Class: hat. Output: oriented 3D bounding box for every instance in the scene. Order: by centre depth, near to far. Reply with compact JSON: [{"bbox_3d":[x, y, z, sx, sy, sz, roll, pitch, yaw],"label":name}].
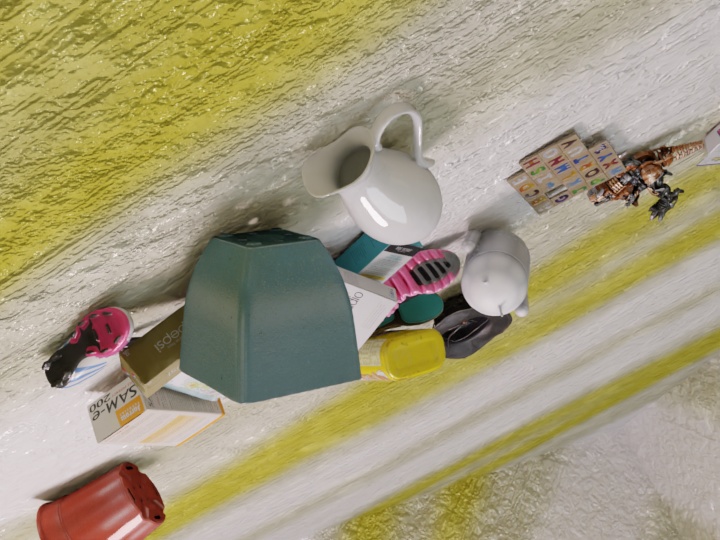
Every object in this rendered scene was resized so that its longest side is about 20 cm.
[{"bbox_3d":[0.198,0.098,2.038,0.200,0.081,0.201,-18,148,-11],"label":"hat"}]

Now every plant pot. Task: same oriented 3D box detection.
[{"bbox_3d":[-0.128,0.049,1.416,0.195,0.201,0.196,-7,-166,-34],"label":"plant pot"},{"bbox_3d":[-0.518,0.506,2.089,0.195,0.201,0.201,-36,156,5],"label":"plant pot"}]

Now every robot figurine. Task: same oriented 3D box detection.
[{"bbox_3d":[0.232,0.003,1.750,0.113,0.170,0.200,-39,-167,25],"label":"robot figurine"}]

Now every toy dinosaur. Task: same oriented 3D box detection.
[{"bbox_3d":[0.495,-0.160,1.763,0.199,0.103,0.136,-12,147,29],"label":"toy dinosaur"}]

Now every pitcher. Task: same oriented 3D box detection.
[{"bbox_3d":[0.044,-0.126,1.356,0.171,0.122,0.200,-40,142,16],"label":"pitcher"}]

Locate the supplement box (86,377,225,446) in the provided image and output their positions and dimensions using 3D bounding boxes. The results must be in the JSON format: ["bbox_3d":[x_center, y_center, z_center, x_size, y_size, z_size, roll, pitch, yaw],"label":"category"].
[{"bbox_3d":[-0.346,0.239,1.747,0.126,0.074,0.200,-34,155,22],"label":"supplement box"}]

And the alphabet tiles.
[{"bbox_3d":[0.334,-0.162,1.665,0.167,0.008,0.200,-27,154,19],"label":"alphabet tiles"}]

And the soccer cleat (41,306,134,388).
[{"bbox_3d":[-0.385,0.107,1.500,0.200,0.070,0.086,-34,169,30],"label":"soccer cleat"}]

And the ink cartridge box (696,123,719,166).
[{"bbox_3d":[0.677,-0.258,1.795,0.094,0.037,0.200,-8,150,-36],"label":"ink cartridge box"}]

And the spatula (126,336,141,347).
[{"bbox_3d":[-0.292,0.111,1.576,0.199,0.021,0.057,-1,130,1],"label":"spatula"}]

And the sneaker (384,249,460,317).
[{"bbox_3d":[0.082,0.021,1.784,0.199,0.079,0.095,-27,179,7],"label":"sneaker"}]

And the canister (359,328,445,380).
[{"bbox_3d":[0.042,0.155,1.884,0.148,0.087,0.200,-12,-178,-34],"label":"canister"}]

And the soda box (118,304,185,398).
[{"bbox_3d":[-0.257,0.096,1.509,0.200,0.064,0.068,-39,166,-22],"label":"soda box"}]

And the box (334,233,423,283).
[{"bbox_3d":[0.000,0.000,1.638,0.200,0.049,0.082,-42,151,26],"label":"box"}]

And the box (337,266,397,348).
[{"bbox_3d":[-0.063,0.054,1.600,0.199,0.036,0.145,22,126,-23],"label":"box"}]

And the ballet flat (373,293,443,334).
[{"bbox_3d":[0.057,0.078,1.882,0.199,0.071,0.071,-13,155,-26],"label":"ballet flat"}]

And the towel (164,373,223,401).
[{"bbox_3d":[-0.251,0.140,1.679,0.171,0.048,0.200,-36,142,24],"label":"towel"}]
